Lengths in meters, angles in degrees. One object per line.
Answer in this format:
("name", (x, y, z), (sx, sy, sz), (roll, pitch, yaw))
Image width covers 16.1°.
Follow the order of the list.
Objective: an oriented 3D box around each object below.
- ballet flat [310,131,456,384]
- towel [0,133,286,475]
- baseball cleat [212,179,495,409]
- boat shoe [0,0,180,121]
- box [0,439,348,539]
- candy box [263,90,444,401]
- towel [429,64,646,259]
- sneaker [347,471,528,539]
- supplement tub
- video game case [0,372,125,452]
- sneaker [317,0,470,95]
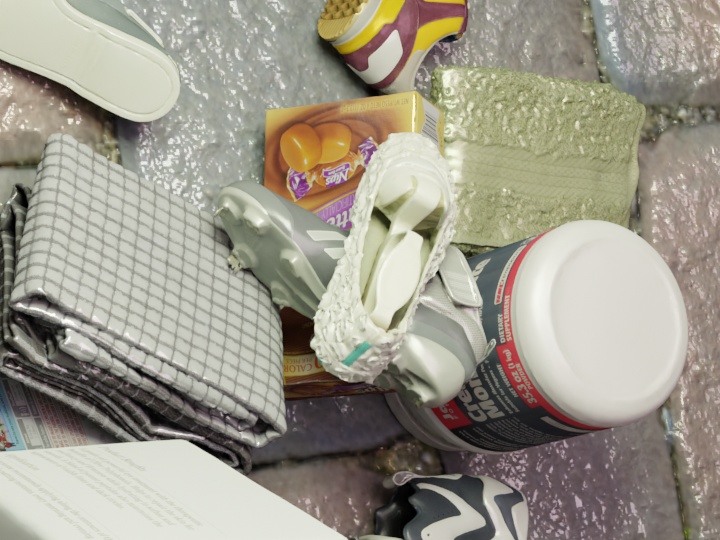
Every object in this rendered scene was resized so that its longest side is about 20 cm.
("ballet flat", (0.027, -0.016, 1.588), (0.072, 0.072, 0.200), (35, 51, -22))
("towel", (-0.145, 0.029, 1.619), (0.200, 0.086, 0.166), (29, 36, -25))
("baseball cleat", (0.000, 0.000, 1.647), (0.200, 0.070, 0.106), (45, 59, -1))
("boat shoe", (-0.207, -0.171, 1.687), (0.200, 0.073, 0.062), (33, 20, -15))
("box", (-0.132, 0.216, 1.415), (0.171, 0.199, 0.200), (-3, 104, -31))
("candy box", (-0.006, -0.015, 1.730), (0.056, 0.117, 0.200), (27, 60, -61))
("towel", (0.128, -0.075, 1.865), (0.200, 0.036, 0.149), (7, 86, -36))
("sneaker", (0.044, 0.227, 1.733), (0.129, 0.079, 0.199), (19, 69, -27))
("supplement tub", (0.115, 0.051, 1.747), (0.140, 0.200, 0.141), (9, 74, -31))
("video game case", (-0.218, 0.122, 1.561), (0.182, 0.022, 0.200), (-2, 50, -32))
("sneaker", (0.048, -0.216, 1.851), (0.090, 0.075, 0.200), (45, 65, -26))
